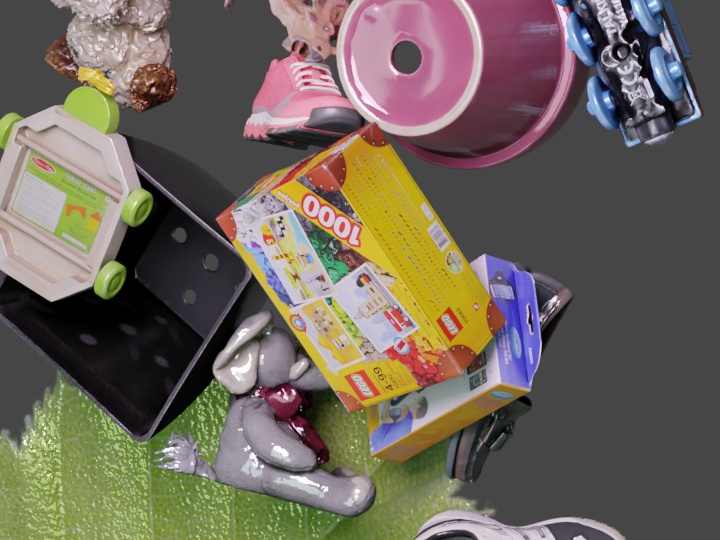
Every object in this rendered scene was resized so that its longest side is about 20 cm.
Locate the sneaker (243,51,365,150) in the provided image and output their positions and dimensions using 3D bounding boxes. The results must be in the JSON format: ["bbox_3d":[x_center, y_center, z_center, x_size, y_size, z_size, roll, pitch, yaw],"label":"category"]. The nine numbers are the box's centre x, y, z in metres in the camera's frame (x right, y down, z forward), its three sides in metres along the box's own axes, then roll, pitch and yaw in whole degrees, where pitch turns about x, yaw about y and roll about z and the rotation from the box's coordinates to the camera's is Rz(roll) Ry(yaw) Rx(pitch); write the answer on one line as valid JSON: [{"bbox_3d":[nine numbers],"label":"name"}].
[{"bbox_3d":[-0.052,-0.153,1.506,0.200,0.073,0.088,-171,89,-67],"label":"sneaker"}]

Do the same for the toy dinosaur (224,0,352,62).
[{"bbox_3d":[-0.040,-0.276,1.524,0.134,0.086,0.202,21,82,9],"label":"toy dinosaur"}]

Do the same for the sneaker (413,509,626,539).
[{"bbox_3d":[0.136,0.257,1.513,0.198,0.088,0.077,-1,95,23],"label":"sneaker"}]

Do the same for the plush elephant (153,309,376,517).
[{"bbox_3d":[-0.070,0.121,1.546,0.198,0.165,0.157,13,84,1],"label":"plush elephant"}]

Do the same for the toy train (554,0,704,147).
[{"bbox_3d":[0.214,-0.198,1.399,0.086,0.114,0.202,-23,87,29],"label":"toy train"}]

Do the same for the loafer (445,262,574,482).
[{"bbox_3d":[0.128,0.097,1.506,0.062,0.072,0.202,20,103,15],"label":"loafer"}]

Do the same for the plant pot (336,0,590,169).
[{"bbox_3d":[0.073,-0.179,1.431,0.198,0.179,0.203,3,99,23],"label":"plant pot"}]

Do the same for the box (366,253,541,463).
[{"bbox_3d":[0.076,0.073,1.481,0.200,0.041,0.120,-37,50,44],"label":"box"}]

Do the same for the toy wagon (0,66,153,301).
[{"bbox_3d":[-0.246,-0.076,1.475,0.154,0.039,0.202,29,107,18],"label":"toy wagon"}]

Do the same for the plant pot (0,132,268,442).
[{"bbox_3d":[-0.174,0.003,1.571,0.200,0.177,0.200,40,111,16],"label":"plant pot"}]

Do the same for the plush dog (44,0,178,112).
[{"bbox_3d":[-0.224,-0.234,1.603,0.199,0.159,0.174,27,125,48],"label":"plush dog"}]

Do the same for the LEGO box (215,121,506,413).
[{"bbox_3d":[0.000,0.000,1.413,0.148,0.077,0.201,-23,105,47],"label":"LEGO box"}]
